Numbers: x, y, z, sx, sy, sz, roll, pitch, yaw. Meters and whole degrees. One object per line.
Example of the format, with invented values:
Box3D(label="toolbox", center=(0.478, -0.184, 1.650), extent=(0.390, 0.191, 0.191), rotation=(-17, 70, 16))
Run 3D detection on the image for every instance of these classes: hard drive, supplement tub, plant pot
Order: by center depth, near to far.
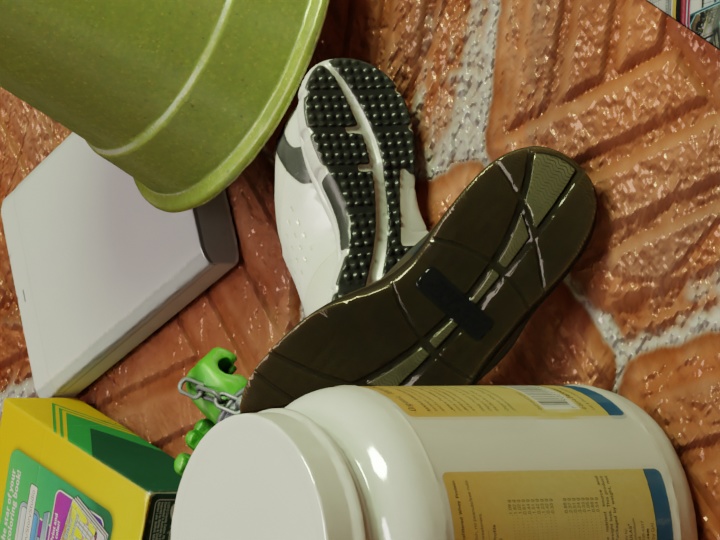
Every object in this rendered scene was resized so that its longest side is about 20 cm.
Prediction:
Box3D(label="supplement tub", center=(0.032, 0.122, 1.309), extent=(0.144, 0.199, 0.146), rotation=(-3, 86, 55))
Box3D(label="plant pot", center=(-0.144, -0.154, 1.532), extent=(0.200, 0.189, 0.201), rotation=(-39, 40, 43))
Box3D(label="hard drive", center=(-0.141, -0.023, 1.710), extent=(0.200, 0.026, 0.133), rotation=(-38, 59, 48))

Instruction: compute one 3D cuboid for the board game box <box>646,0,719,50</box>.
Box3D(label="board game box", center=(0.184, -0.188, 1.247), extent=(0.135, 0.034, 0.201), rotation=(42, 122, 47))

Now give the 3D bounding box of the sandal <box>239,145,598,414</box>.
Box3D(label="sandal", center=(0.031, 0.020, 1.398), extent=(0.082, 0.055, 0.200), rotation=(43, 97, 4))

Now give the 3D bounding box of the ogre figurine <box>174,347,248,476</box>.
Box3D(label="ogre figurine", center=(-0.024, 0.139, 1.473), extent=(0.119, 0.098, 0.201), rotation=(16, 110, 43))

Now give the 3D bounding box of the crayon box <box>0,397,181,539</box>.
Box3D(label="crayon box", center=(-0.155, 0.192, 1.694), extent=(0.172, 0.058, 0.201), rotation=(26, 110, 53))

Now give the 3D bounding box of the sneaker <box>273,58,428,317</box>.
Box3D(label="sneaker", center=(0.000, 0.000, 1.484), extent=(0.080, 0.073, 0.201), rotation=(134, 133, -57))
